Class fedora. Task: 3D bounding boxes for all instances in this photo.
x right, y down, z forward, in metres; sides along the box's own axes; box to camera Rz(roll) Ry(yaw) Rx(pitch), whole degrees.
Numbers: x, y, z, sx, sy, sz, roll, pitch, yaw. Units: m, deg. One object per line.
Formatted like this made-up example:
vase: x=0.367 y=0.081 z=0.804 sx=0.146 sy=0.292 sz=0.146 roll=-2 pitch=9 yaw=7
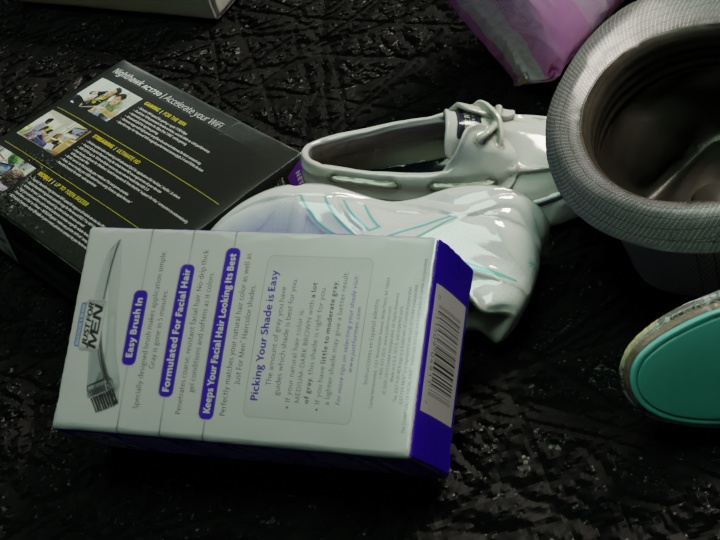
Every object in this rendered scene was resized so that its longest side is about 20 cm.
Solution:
fedora: x=0.190 y=-0.059 z=0.787 sx=0.176 sy=0.090 sz=0.200 roll=-5 pitch=43 yaw=15

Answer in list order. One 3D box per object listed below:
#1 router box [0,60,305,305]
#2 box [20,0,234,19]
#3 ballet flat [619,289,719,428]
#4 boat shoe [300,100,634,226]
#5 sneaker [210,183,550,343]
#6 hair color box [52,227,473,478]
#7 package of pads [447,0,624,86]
router box: x=-0.145 y=-0.049 z=0.929 sx=0.149 sy=0.051 sz=0.200 roll=-37 pitch=44 yaw=-23
box: x=-0.178 y=-0.257 z=1.149 sx=0.199 sy=0.078 sz=0.095 roll=9 pitch=47 yaw=29
ballet flat: x=0.220 y=0.027 z=0.713 sx=0.200 sy=0.072 sz=0.072 roll=-15 pitch=41 yaw=4
boat shoe: x=0.063 y=-0.066 z=0.861 sx=0.199 sy=0.066 sz=0.072 roll=-6 pitch=42 yaw=14
sneaker: x=0.000 y=0.000 z=0.811 sx=0.199 sy=0.071 sz=0.080 roll=-2 pitch=50 yaw=19
hair color box: x=-0.050 y=0.040 z=0.756 sx=0.199 sy=0.065 sz=0.110 roll=3 pitch=75 yaw=22
package of pads: x=0.134 y=-0.224 z=0.946 sx=0.200 sy=0.121 sz=0.076 roll=-47 pitch=15 yaw=-18
